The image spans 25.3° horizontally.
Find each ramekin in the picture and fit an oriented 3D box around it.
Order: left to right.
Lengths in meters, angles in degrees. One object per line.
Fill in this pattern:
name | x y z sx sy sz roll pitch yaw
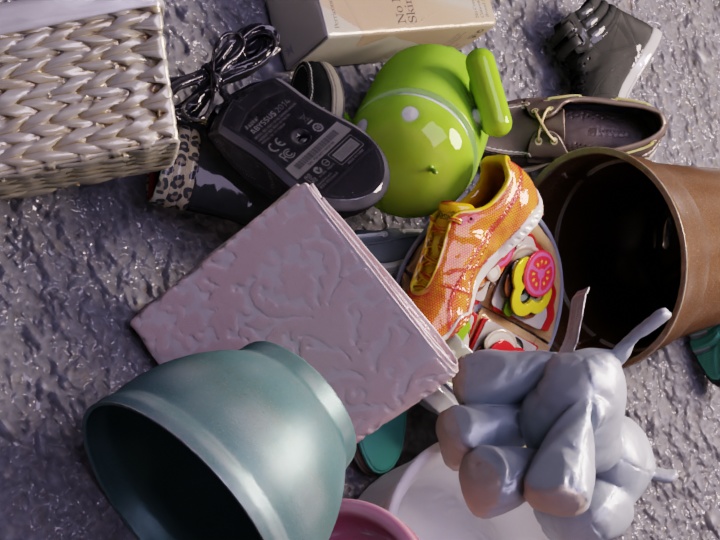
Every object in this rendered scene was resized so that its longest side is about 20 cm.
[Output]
ramekin | 0.077 0.244 1.326 0.199 0.097 0.202 12 68 -31

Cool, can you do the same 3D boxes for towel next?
towel | -0.054 0.057 1.253 0.192 0.199 0.032 52 21 -6

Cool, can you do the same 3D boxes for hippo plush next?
hippo plush | 0.162 0.136 1.300 0.201 0.158 0.161 -60 141 -18

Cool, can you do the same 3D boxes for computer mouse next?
computer mouse | -0.061 -0.104 1.287 0.200 0.053 0.138 40 56 18

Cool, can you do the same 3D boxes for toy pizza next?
toy pizza | 0.109 0.035 1.410 0.199 0.032 0.202 -10 107 -34

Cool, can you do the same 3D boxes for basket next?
basket | -0.235 -0.125 1.183 0.198 0.136 0.125 -11 87 -10

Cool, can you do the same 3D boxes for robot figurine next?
robot figurine | 0.053 -0.122 1.405 0.116 0.174 0.200 62 27 -23

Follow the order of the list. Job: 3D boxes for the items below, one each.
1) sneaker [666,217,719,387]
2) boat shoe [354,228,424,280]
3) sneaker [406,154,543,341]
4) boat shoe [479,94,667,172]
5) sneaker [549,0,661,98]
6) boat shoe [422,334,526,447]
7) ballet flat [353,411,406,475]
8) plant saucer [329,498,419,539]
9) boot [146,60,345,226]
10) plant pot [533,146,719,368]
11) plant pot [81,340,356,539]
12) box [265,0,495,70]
sneaker | 0.376 0.020 1.628 0.087 0.074 0.202 4 71 -39
boat shoe | 0.000 0.000 1.395 0.198 0.073 0.062 -7 34 -29
sneaker | 0.072 -0.011 1.325 0.077 0.073 0.201 46 66 -27
boat shoe | 0.189 -0.132 1.511 0.198 0.060 0.073 1 76 -4
sneaker | 0.219 -0.191 1.601 0.099 0.071 0.201 34 62 -5
boat shoe | 0.118 0.122 1.382 0.062 0.072 0.200 -46 130 6
ballet flat | -0.004 0.073 1.345 0.067 0.063 0.202 -23 116 -34
plant saucer | -0.021 0.273 1.199 0.051 0.199 0.202 39 53 -45
boot | -0.095 -0.114 1.347 0.152 0.074 0.205 15 51 -16
plant pot | 0.281 -0.019 1.510 0.197 0.200 0.202 -7 78 -43
plant pot | -0.087 0.137 1.178 0.134 0.200 0.201 -40 98 -31
box | 0.017 -0.245 1.467 0.199 0.078 0.096 -12 81 -37
